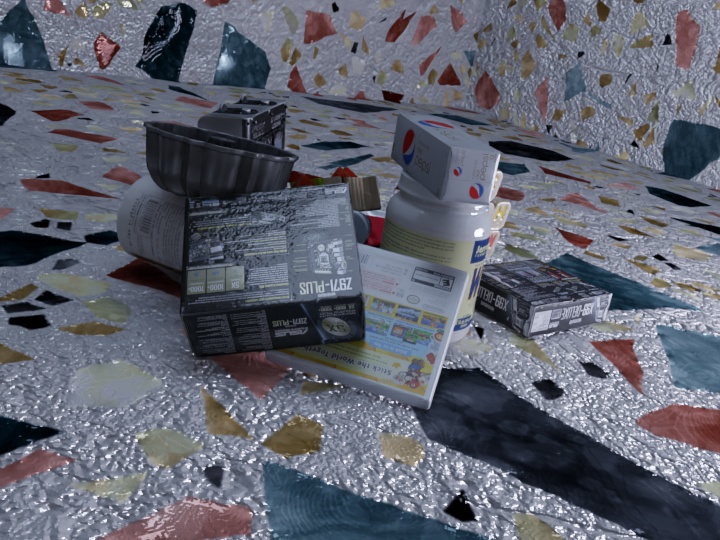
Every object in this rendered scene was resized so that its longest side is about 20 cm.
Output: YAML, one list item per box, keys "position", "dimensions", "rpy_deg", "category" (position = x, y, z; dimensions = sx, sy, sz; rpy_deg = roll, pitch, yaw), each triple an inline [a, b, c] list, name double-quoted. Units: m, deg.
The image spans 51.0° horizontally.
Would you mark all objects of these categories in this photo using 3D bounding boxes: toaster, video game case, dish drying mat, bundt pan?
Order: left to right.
- position: [-0.180, -0.129, 0.952]
  dimensions: [0.197, 0.078, 0.202]
  rpy_deg: [13, 11, -3]
  category: "bundt pan"
- position: [-0.223, -0.229, 1.466]
  dimensions: [0.116, 0.205, 0.181]
  rpy_deg: [13, 27, 16]
  category: "toaster"
- position: [0.011, 0.052, 0.883]
  dimensions: [0.195, 0.023, 0.185]
  rpy_deg: [15, 54, 12]
  category: "video game case"
- position: [0.030, -0.061, 1.190]
  dimensions: [0.077, 0.018, 0.199]
  rpy_deg: [44, 19, 20]
  category: "dish drying mat"

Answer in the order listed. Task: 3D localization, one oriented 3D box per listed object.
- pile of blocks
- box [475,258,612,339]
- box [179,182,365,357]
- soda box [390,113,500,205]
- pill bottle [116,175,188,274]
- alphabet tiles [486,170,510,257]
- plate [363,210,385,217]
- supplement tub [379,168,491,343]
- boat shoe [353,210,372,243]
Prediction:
- position: [-0.045, -0.111, 1.055]
  dimensions: [0.081, 0.064, 0.198]
  rpy_deg: [-6, 1, 39]
  category: "pile of blocks"
- position: [0.264, 0.037, 1.160]
  dimensions: [0.197, 0.051, 0.157]
  rpy_deg: [-6, 25, -39]
  category: "box"
- position: [-0.098, -0.003, 0.859]
  dimensions: [0.194, 0.087, 0.167]
  rpy_deg: [-6, 53, -3]
  category: "box"
- position: [0.100, -0.143, 0.939]
  dimensions: [0.066, 0.065, 0.200]
  rpy_deg: [3, 21, -17]
  category: "soda box"
- position: [-0.218, -0.048, 1.016]
  dimensions: [0.196, 0.117, 0.114]
  rpy_deg: [18, 20, 20]
  category: "pill bottle"
- position: [0.146, -0.060, 1.145]
  dimensions: [0.196, 0.199, 0.015]
  rpy_deg: [-5, 34, -38]
  category: "alphabet tiles"
- position: [0.069, -0.060, 1.360]
  dimensions: [0.194, 0.033, 0.200]
  rpy_deg: [13, 20, 12]
  category: "plate"
- position: [0.095, -0.022, 1.005]
  dimensions: [0.141, 0.205, 0.145]
  rpy_deg: [9, 19, -3]
  category: "supplement tub"
- position: [-0.077, -0.039, 1.066]
  dimensions: [0.195, 0.075, 0.068]
  rpy_deg: [-23, 3, 11]
  category: "boat shoe"
